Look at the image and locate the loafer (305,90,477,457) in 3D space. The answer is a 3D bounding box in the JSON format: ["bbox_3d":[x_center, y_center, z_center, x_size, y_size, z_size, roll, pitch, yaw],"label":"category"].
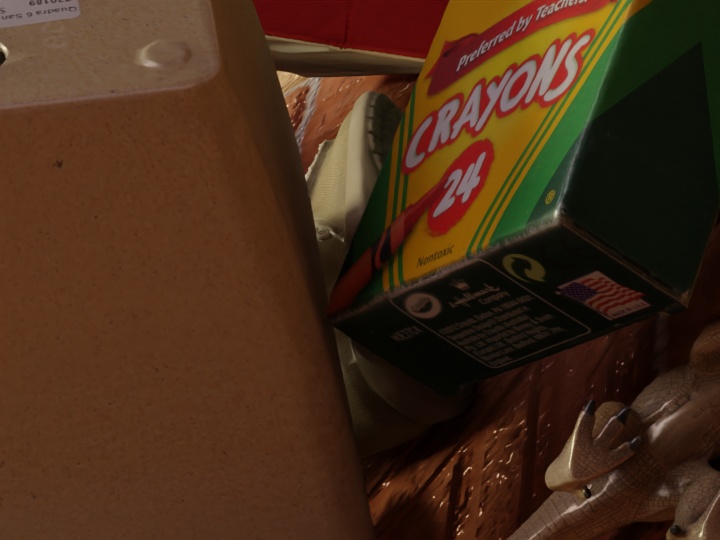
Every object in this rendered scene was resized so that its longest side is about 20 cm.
[{"bbox_3d":[0.000,0.000,1.021,0.067,0.076,0.200,-36,20,20],"label":"loafer"}]

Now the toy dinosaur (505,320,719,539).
[{"bbox_3d":[0.080,0.054,0.775,0.200,0.058,0.101,-41,2,-2],"label":"toy dinosaur"}]

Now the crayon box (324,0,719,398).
[{"bbox_3d":[0.071,-0.070,0.824,0.127,0.051,0.200,-26,37,56],"label":"crayon box"}]

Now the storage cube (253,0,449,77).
[{"bbox_3d":[-0.042,-0.182,1.207,0.200,0.171,0.180,6,91,58],"label":"storage cube"}]

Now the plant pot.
[{"bbox_3d":[-0.108,-0.019,0.860,0.200,0.177,0.200,-7,38,-4],"label":"plant pot"}]
